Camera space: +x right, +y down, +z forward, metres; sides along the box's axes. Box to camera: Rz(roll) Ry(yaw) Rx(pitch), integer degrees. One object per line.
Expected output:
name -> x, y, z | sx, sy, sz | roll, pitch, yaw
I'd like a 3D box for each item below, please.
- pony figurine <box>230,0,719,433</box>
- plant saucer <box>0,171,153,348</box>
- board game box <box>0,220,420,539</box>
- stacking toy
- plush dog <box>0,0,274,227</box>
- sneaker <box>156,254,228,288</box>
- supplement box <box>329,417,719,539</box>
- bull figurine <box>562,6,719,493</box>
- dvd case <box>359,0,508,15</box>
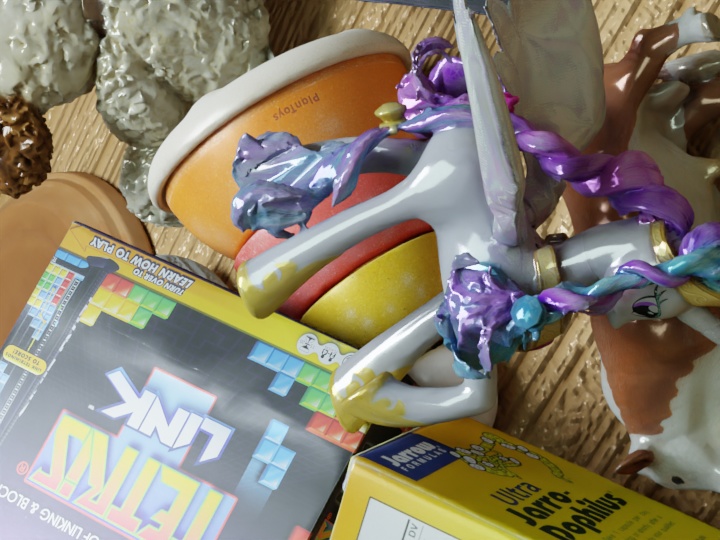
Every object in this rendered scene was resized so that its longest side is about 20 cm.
pony figurine -> 0.047, -0.033, 0.796 | 0.199, 0.166, 0.194 | -18, 98, 25
plant saucer -> -0.193, 0.039, 1.229 | 0.199, 0.037, 0.202 | -6, 82, 48
board game box -> -0.090, 0.088, 0.930 | 0.199, 0.057, 0.166 | 22, 77, 30
stacking toy -> 0.000, 0.000, 0.970 | 0.146, 0.146, 0.201 | -39, 75, 39
plush dog -> -0.139, -0.131, 1.054 | 0.160, 0.171, 0.201 | 135, 127, -65
sneaker -> -0.093, 0.088, 1.088 | 0.082, 0.077, 0.201 | -46, 54, 43
supplement box -> 0.087, 0.151, 0.802 | 0.199, 0.109, 0.109 | 24, 106, 21
bull figurine -> 0.135, -0.008, 0.847 | 0.121, 0.065, 0.201 | -33, 65, 37
dvd case -> 0.027, -0.226, 0.951 | 0.148, 0.016, 0.202 | 8, 98, 13
